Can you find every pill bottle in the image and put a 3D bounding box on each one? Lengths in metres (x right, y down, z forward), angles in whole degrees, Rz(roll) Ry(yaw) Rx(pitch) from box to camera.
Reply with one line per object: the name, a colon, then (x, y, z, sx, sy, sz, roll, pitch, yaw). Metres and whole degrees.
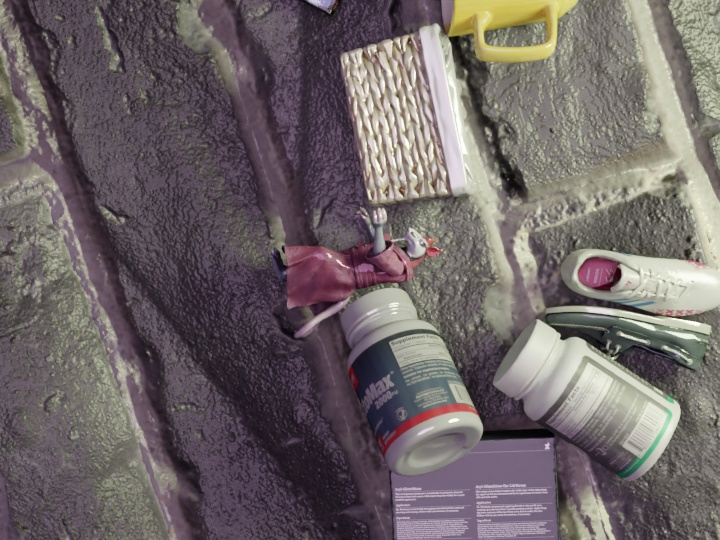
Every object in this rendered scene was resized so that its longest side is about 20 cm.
pill bottle: (0.051, 0.126, 1.657, 0.120, 0.120, 0.200, -28, 59, 5)
pill bottle: (0.264, 0.150, 1.672, 0.200, 0.113, 0.113, 34, 95, -1)

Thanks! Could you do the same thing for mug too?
mug: (0.176, -0.332, 1.658, 0.153, 0.149, 0.187, -1, 93, -4)

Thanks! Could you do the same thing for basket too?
basket: (0.057, -0.176, 1.675, 0.123, 0.136, 0.200, -10, 91, 9)

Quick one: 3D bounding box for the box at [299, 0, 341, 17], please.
box: (-0.050, -0.427, 1.718, 0.137, 0.040, 0.200, 27, 94, 4)

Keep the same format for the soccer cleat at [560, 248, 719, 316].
soccer cleat: (0.337, 0.017, 1.679, 0.200, 0.086, 0.070, 7, 93, 4)

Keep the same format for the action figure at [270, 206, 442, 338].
action figure: (0.000, 0.000, 1.685, 0.200, 0.134, 0.149, -8, 93, 8)

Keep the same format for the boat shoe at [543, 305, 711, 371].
boat shoe: (0.315, 0.079, 1.692, 0.200, 0.073, 0.062, 8, 89, 0)

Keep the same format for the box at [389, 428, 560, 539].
box: (0.137, 0.267, 1.711, 0.200, 0.079, 0.141, -2, 94, 6)
